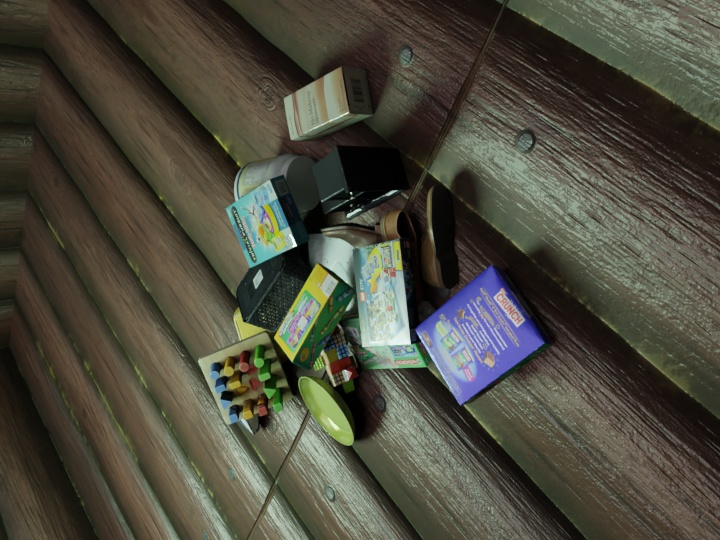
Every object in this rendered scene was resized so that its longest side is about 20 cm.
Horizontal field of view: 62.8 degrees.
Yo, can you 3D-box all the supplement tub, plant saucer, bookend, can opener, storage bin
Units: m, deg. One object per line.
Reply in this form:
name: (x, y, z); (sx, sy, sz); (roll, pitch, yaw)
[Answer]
supplement tub: (-0.199, -0.201, 1.432); (0.196, 0.142, 0.151); (-1, 97, 42)
plant saucer: (-0.076, 0.333, 1.436); (0.198, 0.031, 0.204); (37, 147, 28)
bookend: (-0.035, -0.177, 1.246); (0.195, 0.197, 0.095); (-22, 82, 41)
can opener: (0.173, 0.146, 1.212); (0.201, 0.052, 0.067); (50, 160, 28)
plant saucer: (-0.281, 0.172, 1.636); (0.198, 0.048, 0.206); (-29, 76, 42)
storage bin: (-0.218, 0.032, 1.470); (0.202, 0.092, 0.137); (-52, 39, 19)

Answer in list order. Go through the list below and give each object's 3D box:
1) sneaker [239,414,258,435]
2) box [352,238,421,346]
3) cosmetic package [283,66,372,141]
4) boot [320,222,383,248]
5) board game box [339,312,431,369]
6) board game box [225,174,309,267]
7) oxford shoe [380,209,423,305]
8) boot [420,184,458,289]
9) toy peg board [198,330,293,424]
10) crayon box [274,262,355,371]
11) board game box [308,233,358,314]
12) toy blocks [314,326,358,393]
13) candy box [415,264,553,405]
sneaker: (-0.306, 0.364, 1.673); (0.079, 0.114, 0.204); (24, 141, 39)
box: (0.051, 0.047, 1.197); (0.134, 0.037, 0.208); (-9, 86, 45)
cosmetic package: (-0.075, -0.370, 1.328); (0.196, 0.086, 0.107); (-13, 89, 43)
boot: (0.000, 0.000, 1.302); (0.179, 0.064, 0.208); (2, 102, 17)
board game box: (0.050, 0.151, 1.294); (0.196, 0.029, 0.137); (-11, 113, 45)
board game box: (-0.217, -0.108, 1.355); (0.197, 0.046, 0.155); (-20, 95, 45)
oxford shoe: (0.094, -0.025, 1.216); (0.071, 0.069, 0.207); (-17, 90, 61)
boot: (0.146, -0.068, 1.186); (0.074, 0.072, 0.208); (6, 103, 52)
toy peg board: (-0.295, 0.296, 1.525); (0.098, 0.193, 0.206); (-118, 8, -72)
crayon box: (-0.103, 0.100, 1.305); (0.204, 0.057, 0.118); (-59, 34, 3)
board game box: (-0.045, 0.014, 1.403); (0.195, 0.025, 0.208); (1, 98, 43)
toy blocks: (-0.062, 0.182, 1.353); (0.137, 0.097, 0.206); (124, 125, -74)
candy box: (0.227, 0.121, 1.100); (0.199, 0.076, 0.172); (-41, 68, 23)
